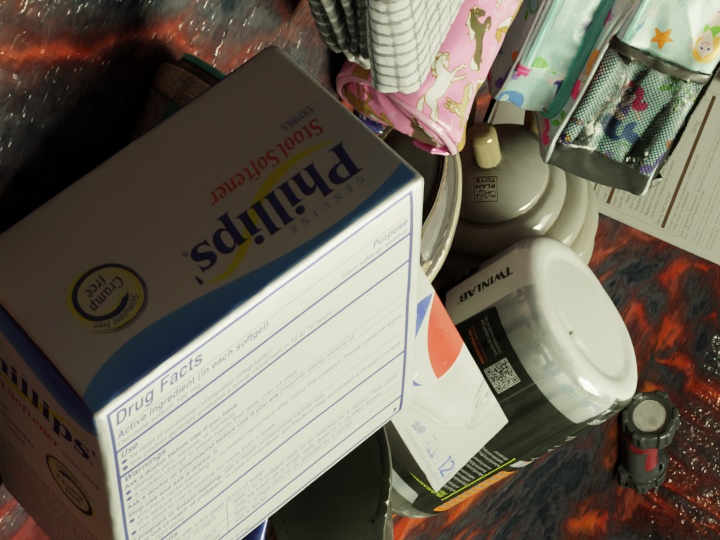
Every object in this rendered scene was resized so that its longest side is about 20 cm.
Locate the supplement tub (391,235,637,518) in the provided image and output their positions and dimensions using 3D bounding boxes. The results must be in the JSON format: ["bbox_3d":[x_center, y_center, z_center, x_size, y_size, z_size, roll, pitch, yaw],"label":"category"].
[{"bbox_3d":[0.062,0.075,1.595,0.199,0.123,0.122,-31,179,24],"label":"supplement tub"}]

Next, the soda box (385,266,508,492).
[{"bbox_3d":[0.011,0.035,1.437,0.063,0.068,0.200,-43,135,-13],"label":"soda box"}]

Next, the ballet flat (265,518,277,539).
[{"bbox_3d":[-0.075,0.120,1.453,0.064,0.075,0.201,-38,142,-40],"label":"ballet flat"}]

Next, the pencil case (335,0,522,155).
[{"bbox_3d":[0.062,-0.166,1.439,0.201,0.082,0.087,-63,180,-11],"label":"pencil case"}]

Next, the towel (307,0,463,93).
[{"bbox_3d":[0.028,-0.207,1.263,0.201,0.085,0.166,-63,166,-15],"label":"towel"}]

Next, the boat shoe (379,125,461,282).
[{"bbox_3d":[0.000,0.000,1.500,0.201,0.074,0.073,-66,165,-1],"label":"boat shoe"}]

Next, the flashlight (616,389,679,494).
[{"bbox_3d":[0.334,0.200,2.957,0.068,0.067,0.200,-63,164,-18],"label":"flashlight"}]

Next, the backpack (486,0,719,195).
[{"bbox_3d":[0.163,-0.174,1.550,0.200,0.150,0.178,-55,-158,30],"label":"backpack"}]

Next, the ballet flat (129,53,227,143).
[{"bbox_3d":[-0.062,-0.048,1.246,0.068,0.068,0.200,-60,155,-2],"label":"ballet flat"}]

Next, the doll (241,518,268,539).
[{"bbox_3d":[-0.062,0.071,1.318,0.048,0.136,0.202,17,83,-36],"label":"doll"}]

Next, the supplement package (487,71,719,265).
[{"bbox_3d":[0.203,-0.098,1.790,0.121,0.199,0.121,-69,164,14],"label":"supplement package"}]

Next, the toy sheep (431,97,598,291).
[{"bbox_3d":[0.092,-0.038,1.663,0.138,0.137,0.200,-59,150,-21],"label":"toy sheep"}]

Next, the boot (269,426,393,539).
[{"bbox_3d":[-0.009,0.145,1.451,0.174,0.069,0.202,-66,149,-84],"label":"boot"}]

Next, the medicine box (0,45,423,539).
[{"bbox_3d":[-0.072,0.032,1.153,0.182,0.103,0.201,-37,153,-22],"label":"medicine box"}]
